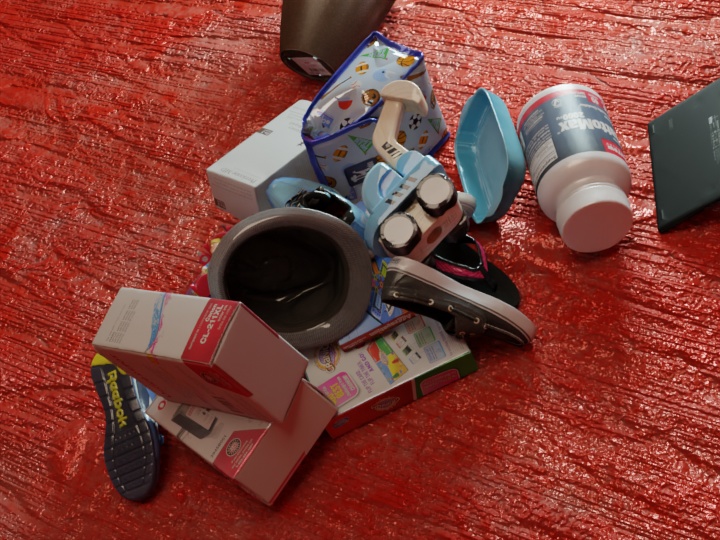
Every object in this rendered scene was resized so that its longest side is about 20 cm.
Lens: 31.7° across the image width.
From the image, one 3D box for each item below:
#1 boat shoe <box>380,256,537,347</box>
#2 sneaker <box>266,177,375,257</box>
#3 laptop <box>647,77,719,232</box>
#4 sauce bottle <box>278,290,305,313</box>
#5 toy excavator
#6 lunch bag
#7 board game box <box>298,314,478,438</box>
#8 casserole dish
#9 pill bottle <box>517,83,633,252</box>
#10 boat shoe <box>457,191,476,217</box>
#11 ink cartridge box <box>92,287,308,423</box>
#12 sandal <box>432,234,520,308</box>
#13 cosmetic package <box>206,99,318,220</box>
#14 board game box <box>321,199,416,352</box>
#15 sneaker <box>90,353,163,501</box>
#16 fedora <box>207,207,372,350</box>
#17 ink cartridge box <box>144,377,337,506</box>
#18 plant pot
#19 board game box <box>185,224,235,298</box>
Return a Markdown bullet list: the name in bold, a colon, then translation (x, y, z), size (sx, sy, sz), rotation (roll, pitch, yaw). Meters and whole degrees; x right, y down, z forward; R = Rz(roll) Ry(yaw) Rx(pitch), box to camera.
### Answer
- **boat shoe**: translation (0.114, 0.050, 1.503), size (0.199, 0.069, 0.057), rotation (26, 73, -10)
- **sneaker**: translation (-0.053, -0.084, 1.623), size (0.199, 0.090, 0.079), rotation (27, 76, 41)
- **laptop**: translation (0.477, -0.138, 1.583), size (0.199, 0.116, 0.188), rotation (-32, 39, 38)
- **sauce bottle**: translation (-0.081, -0.003, 1.684), size (0.065, 0.066, 0.201), rotation (-11, 51, 15)
- **toy excavator**: translation (0.051, -0.120, 1.562), size (0.195, 0.100, 0.200), rotation (-46, 62, -6)
- **lunch bag**: translation (0.015, -0.187, 1.720), size (0.123, 0.170, 0.200), rotation (29, 67, 36)
- **board game box**: translation (0.027, 0.099, 1.570), size (0.199, 0.040, 0.154), rotation (-25, 48, 3)
- **casserole dish**: translation (0.172, -0.150, 1.668), size (0.038, 0.122, 0.201), rotation (7, 45, -18)
- **pill bottle**: translation (0.273, -0.126, 1.589), size (0.119, 0.120, 0.201), rotation (-18, 49, 9)
- **boat shoe**: translation (0.058, -0.052, 1.663), size (0.198, 0.072, 0.069), rotation (-10, 64, 14)
- **ink cartridge box**: translation (-0.184, 0.095, 1.451), size (0.199, 0.146, 0.083), rotation (6, 63, 38)
- **sandal**: translation (0.117, -0.019, 1.577), size (0.075, 0.045, 0.200), rotation (-37, 73, -27)
- **cosmetic package**: translation (-0.109, -0.153, 1.782), size (0.101, 0.074, 0.200), rotation (21, 47, 35)
- **board game box**: translation (0.000, 0.000, 1.607), size (0.102, 0.019, 0.201), rotation (-28, 49, 14)
- **sneaker**: translation (-0.284, 0.194, 1.612), size (0.073, 0.082, 0.202), rotation (-17, 69, 15)
- **fedora**: translation (-0.090, 0.003, 1.562), size (0.198, 0.178, 0.090), rotation (-5, 15, -8)
- **ink cartridge box**: translation (-0.147, 0.168, 1.536), size (0.199, 0.085, 0.146), rotation (25, 76, 46)
- **plant pot**: translation (-0.044, -0.396, 1.927), size (0.186, 0.187, 0.201), rotation (11, 73, 31)
- **board game box**: translation (-0.194, -0.011, 1.688), size (0.158, 0.039, 0.200), rotation (-51, 18, -12)
